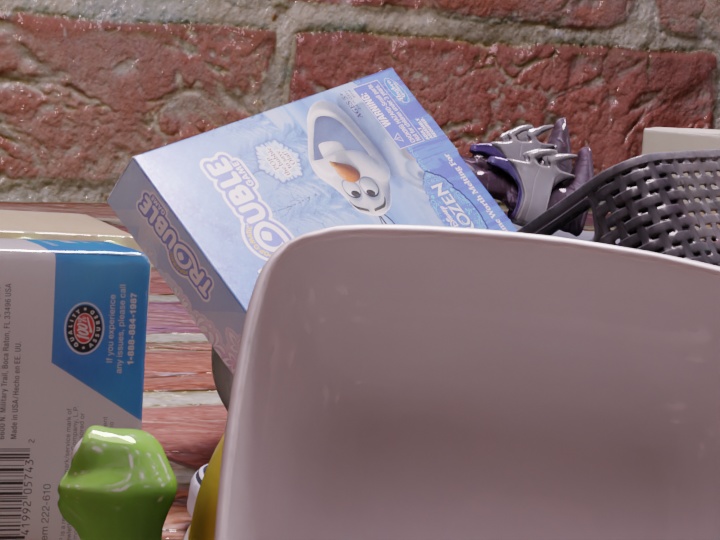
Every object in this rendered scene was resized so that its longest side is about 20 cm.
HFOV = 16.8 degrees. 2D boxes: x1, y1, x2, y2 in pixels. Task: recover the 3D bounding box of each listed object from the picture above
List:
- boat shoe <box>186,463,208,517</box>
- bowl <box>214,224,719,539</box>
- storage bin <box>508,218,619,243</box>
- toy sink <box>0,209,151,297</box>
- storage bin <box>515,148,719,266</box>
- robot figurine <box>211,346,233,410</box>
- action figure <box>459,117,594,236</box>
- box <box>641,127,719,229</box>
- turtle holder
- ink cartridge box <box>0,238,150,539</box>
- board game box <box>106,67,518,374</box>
[{"bbox_3d":[-0.013,0.102,1.149,0.072,0.068,0.200,0,7,-35],"label":"boat shoe"},{"bbox_3d":[0.052,0.091,0.788,0.199,0.200,0.075,6,-27,-3],"label":"bowl"},{"bbox_3d":[0.087,0.041,1.512,0.145,0.135,0.200,-1,6,-39],"label":"storage bin"},{"bbox_3d":[-0.186,0.038,1.397,0.112,0.131,0.200,2,5,-18],"label":"toy sink"},{"bbox_3d":[0.173,0.008,1.275,0.200,0.094,0.135,-4,-23,-45],"label":"storage bin"},{"bbox_3d":[-0.026,0.055,1.395,0.169,0.113,0.200,38,-1,-10],"label":"robot figurine"},{"bbox_3d":[0.036,-0.061,1.477,0.199,0.070,0.130,1,7,-14],"label":"action figure"},{"bbox_3d":[0.229,0.010,1.579,0.078,0.201,0.095,8,7,41],"label":"box"},{"bbox_3d":[-0.009,0.094,0.899,0.185,0.132,0.141,5,6,9],"label":"turtle holder"},{"bbox_3d":[-0.203,0.057,1.087,0.199,0.145,0.085,2,6,-22],"label":"ink cartridge box"},{"bbox_3d":[0.000,0.000,1.295,0.199,0.200,0.043,-24,-21,-41],"label":"board game box"}]
